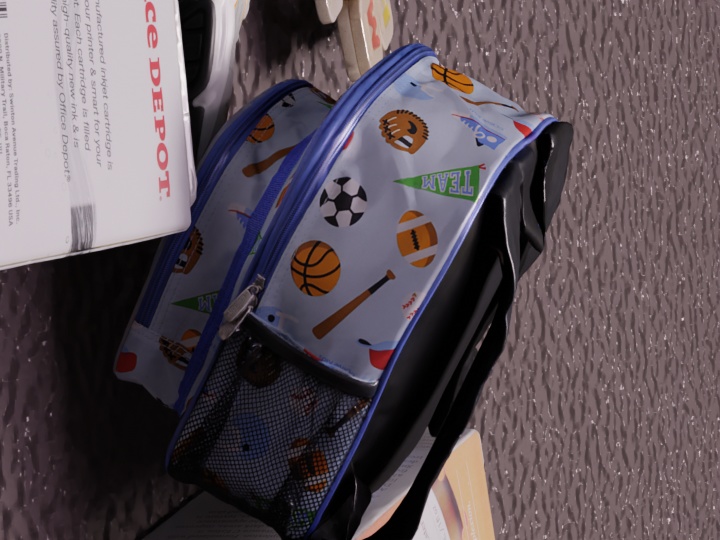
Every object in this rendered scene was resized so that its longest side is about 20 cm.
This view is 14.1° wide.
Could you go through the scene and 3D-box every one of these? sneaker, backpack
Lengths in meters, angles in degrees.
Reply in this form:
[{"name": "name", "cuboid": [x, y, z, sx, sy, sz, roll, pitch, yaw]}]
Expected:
[{"name": "sneaker", "cuboid": [-0.062, -0.130, 1.239, 0.092, 0.075, 0.201, 11, 79, -51]}, {"name": "backpack", "cuboid": [0.000, 0.000, 1.204, 0.191, 0.154, 0.200, -57, 179, 24]}]

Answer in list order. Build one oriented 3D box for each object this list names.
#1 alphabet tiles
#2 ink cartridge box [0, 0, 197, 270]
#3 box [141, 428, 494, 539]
[{"name": "alphabet tiles", "cuboid": [-0.011, -0.195, 1.363, 0.196, 0.015, 0.201, -70, 151, -71]}, {"name": "ink cartridge box", "cuboid": [-0.148, -0.074, 1.064, 0.200, 0.084, 0.147, -12, 99, -63]}, {"name": "box", "cuboid": [-0.020, 0.173, 1.280, 0.200, 0.106, 0.153, -36, 120, -60]}]
